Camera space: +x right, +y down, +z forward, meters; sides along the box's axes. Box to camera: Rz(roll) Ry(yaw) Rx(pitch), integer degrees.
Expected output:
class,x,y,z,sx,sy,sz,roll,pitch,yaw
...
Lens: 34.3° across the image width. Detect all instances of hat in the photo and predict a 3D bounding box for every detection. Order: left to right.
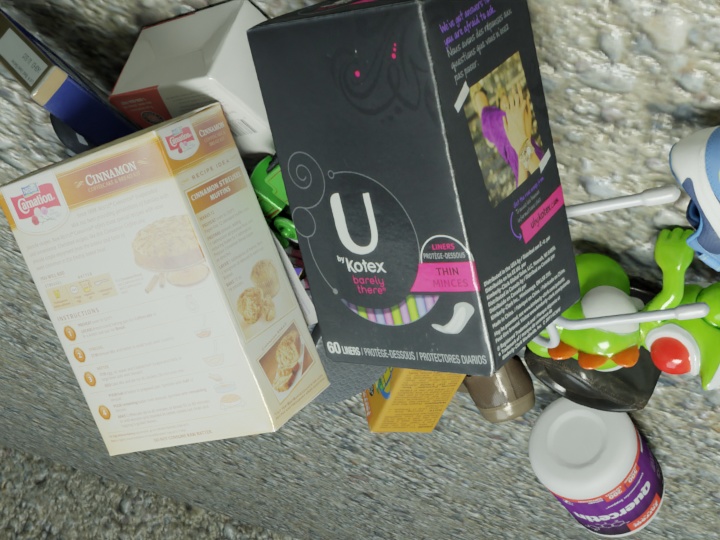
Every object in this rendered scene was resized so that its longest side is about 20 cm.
class,x,y,z,sx,sy,sz,roll,pitch,yaw
hat,0.202,0.072,0.988,0.200,0.081,0.201,17,158,7

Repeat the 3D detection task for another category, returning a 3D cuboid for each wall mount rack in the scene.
class,x,y,z,sx,sy,sz,roll,pitch,yaw
wall mount rack,0.128,-0.020,0.764,0.174,0.075,0.200,32,162,42

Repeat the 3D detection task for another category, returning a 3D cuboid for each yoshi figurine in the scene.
class,x,y,z,sx,sy,sz,roll,pitch,yaw
yoshi figurine,0.222,0.024,0.864,0.199,0.113,0.112,0,-177,13

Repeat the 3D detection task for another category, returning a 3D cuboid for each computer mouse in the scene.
class,x,y,z,sx,sy,sz,roll,pitch,yaw
computer mouse,-0.186,-0.083,1.016,0.200,0.034,0.059,33,155,-32

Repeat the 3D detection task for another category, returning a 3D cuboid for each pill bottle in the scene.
class,x,y,z,sx,sy,sz,roll,pitch,yaw
pill bottle,0.259,0.215,1.246,0.112,0.113,0.200,6,155,31

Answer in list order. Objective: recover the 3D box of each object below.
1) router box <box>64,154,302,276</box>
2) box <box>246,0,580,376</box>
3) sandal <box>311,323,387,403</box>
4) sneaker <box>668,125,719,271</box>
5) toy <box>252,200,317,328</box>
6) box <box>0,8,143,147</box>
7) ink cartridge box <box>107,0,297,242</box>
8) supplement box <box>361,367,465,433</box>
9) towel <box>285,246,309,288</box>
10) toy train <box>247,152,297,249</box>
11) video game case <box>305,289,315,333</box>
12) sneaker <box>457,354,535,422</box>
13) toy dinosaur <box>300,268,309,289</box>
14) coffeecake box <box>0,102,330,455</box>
class,x,y,z,sx,sy,sz,roll,pitch,yaw
router box,-0.163,-0.030,0.984,0.157,0.052,0.200,27,179,-32
box,0.033,-0.055,0.652,0.122,0.106,0.201,0,111,39
sandal,-0.003,0.021,0.969,0.076,0.201,0.043,1,-152,-23
sneaker,0.253,-0.025,0.727,0.082,0.074,0.200,6,148,36
toy,-0.117,0.010,0.837,0.200,0.047,0.115,-25,98,35
box,-0.187,-0.110,0.865,0.121,0.032,0.200,41,-177,42
ink cartridge box,-0.062,-0.096,0.828,0.116,0.068,0.200,-2,149,44
supplement box,0.054,0.069,1.017,0.068,0.067,0.200,-3,145,-16
towel,-0.128,-0.001,1.171,0.199,0.030,0.146,15,158,13
toy train,-0.059,-0.047,0.797,0.056,0.042,0.200,36,155,-13
video game case,-0.002,0.048,1.078,0.199,0.019,0.143,4,161,-23
sneaker,0.113,0.075,1.079,0.200,0.070,0.076,-140,30,-76
toy dinosaur,0.000,0.000,1.051,0.199,0.058,0.101,-18,158,39
coffeecake box,-0.131,0.011,0.770,0.153,0.073,0.201,-13,104,34
